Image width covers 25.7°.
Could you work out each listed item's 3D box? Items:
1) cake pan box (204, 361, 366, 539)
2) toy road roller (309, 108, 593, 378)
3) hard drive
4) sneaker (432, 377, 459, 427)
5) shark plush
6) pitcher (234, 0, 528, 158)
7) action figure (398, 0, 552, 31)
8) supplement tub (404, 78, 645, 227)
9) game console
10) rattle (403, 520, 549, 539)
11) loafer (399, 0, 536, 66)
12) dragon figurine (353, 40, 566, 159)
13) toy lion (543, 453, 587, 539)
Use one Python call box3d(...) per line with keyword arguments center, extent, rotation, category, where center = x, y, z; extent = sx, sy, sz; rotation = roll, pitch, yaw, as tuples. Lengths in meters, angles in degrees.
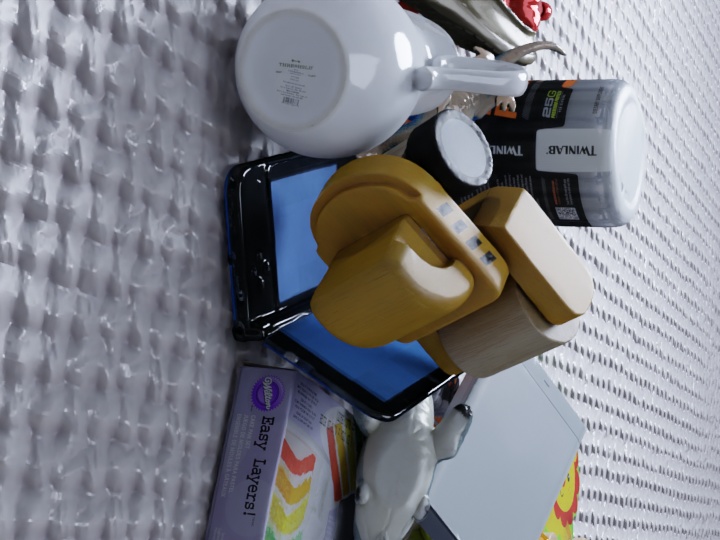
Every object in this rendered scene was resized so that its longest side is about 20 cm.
box3d(center=(-0.046, 0.185, 1.134), extent=(0.200, 0.052, 0.186), rotation=(48, 51, -59), category="cake pan box")
box3d(center=(0.049, 0.008, 1.062), extent=(0.200, 0.122, 0.147), rotation=(48, 42, -17), category="toy road roller")
box3d(center=(0.115, 0.158, 1.307), extent=(0.132, 0.027, 0.201), rotation=(52, 46, -21), category="hard drive")
box3d(center=(0.040, 0.054, 1.309), extent=(0.200, 0.077, 0.113), rotation=(58, 35, -67), category="sneaker")
box3d(center=(0.028, 0.169, 1.169), extent=(0.083, 0.090, 0.203), rotation=(119, -23, -72), category="shark plush")
box3d(center=(0.016, -0.139, 1.094), extent=(0.200, 0.170, 0.123), rotation=(-20, 115, -66), category="pitcher")
box3d(center=(0.089, -0.242, 1.410), extent=(0.199, 0.098, 0.066), rotation=(1, 94, -45), category="action figure")
box3d(center=(0.133, -0.099, 1.336), extent=(0.122, 0.198, 0.124), rotation=(2, 90, -66), category="supplement tub")
box3d(center=(0.000, 0.000, 1.132), extent=(0.200, 0.117, 0.173), rotation=(-24, 112, -65), category="game console")
box3d(center=(0.059, 0.269, 1.283), extent=(0.200, 0.141, 0.132), rotation=(-21, 131, -72), category="rattle")
box3d(center=(0.080, -0.229, 1.277), extent=(0.199, 0.076, 0.068), rotation=(28, 88, -41), category="loafer")
box3d(center=(0.071, -0.130, 1.256), extent=(0.200, 0.099, 0.059), rotation=(-44, 102, -26), category="dragon figurine")
box3d(center=(0.200, 0.236, 1.709), extent=(0.200, 0.068, 0.194), rotation=(25, 62, -65), category="toy lion")
